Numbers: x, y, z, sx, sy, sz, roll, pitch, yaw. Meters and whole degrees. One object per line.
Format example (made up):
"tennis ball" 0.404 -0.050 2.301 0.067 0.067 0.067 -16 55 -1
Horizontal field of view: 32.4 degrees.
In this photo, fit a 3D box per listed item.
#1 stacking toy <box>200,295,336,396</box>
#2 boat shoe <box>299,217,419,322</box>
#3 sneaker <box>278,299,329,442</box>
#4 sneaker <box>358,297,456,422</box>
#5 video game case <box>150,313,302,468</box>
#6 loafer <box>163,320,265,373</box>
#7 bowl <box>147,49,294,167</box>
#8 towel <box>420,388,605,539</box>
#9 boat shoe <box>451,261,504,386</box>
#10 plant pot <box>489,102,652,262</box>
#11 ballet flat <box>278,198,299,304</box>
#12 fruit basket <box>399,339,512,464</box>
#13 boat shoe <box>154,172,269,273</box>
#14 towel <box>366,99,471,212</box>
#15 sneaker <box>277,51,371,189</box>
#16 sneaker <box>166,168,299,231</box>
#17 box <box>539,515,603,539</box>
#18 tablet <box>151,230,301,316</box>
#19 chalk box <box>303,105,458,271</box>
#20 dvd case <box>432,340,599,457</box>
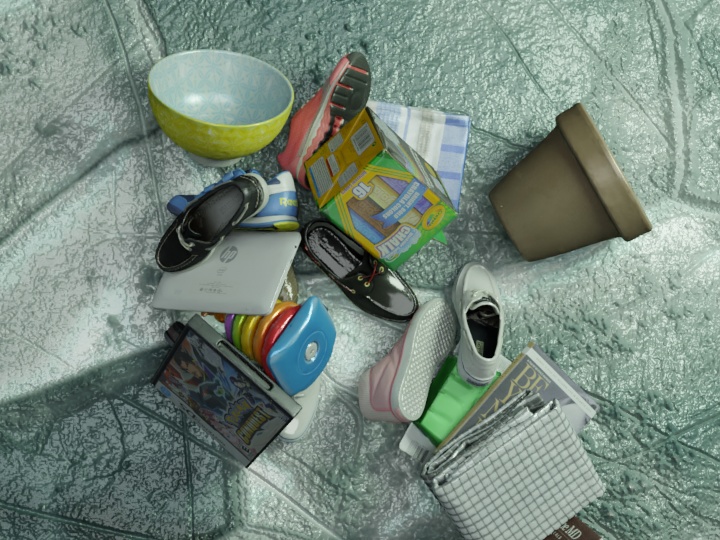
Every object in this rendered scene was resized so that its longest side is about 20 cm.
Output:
"stacking toy" -0.141 0.073 1.647 0.199 0.110 0.116 22 65 30
"boat shoe" -0.002 0.002 1.722 0.201 0.063 0.074 39 81 -1
"sneaker" -0.085 0.135 1.698 0.073 0.071 0.201 9 84 -3
"sneaker" 0.057 0.125 1.709 0.075 0.104 0.201 45 51 -27
"video game case" -0.181 0.163 1.633 0.181 0.200 0.026 42 55 1
"loafer" -0.174 0.123 1.682 0.200 0.072 0.063 37 99 11
"bowl" -0.195 -0.207 1.693 0.199 0.201 0.108 11 127 -3
"towel" 0.198 0.269 1.624 0.200 0.086 0.166 -36 113 -6
"boat shoe" 0.162 0.059 1.681 0.072 0.066 0.201 13 49 -5
"plant pot" 0.278 -0.100 1.702 0.174 0.200 0.201 -31 87 12
"ballet flat" -0.117 -0.015 1.710 0.067 0.046 0.201 -3 79 39
"fruit basket" 0.177 0.215 1.713 0.199 0.094 0.186 33 84 -16
"boat shoe" -0.206 -0.058 1.632 0.199 0.060 0.074 -32 86 26
"towel" 0.053 -0.166 1.760 0.199 0.024 0.148 9 85 -3
"sneaker" -0.058 -0.217 1.721 0.087 0.074 0.201 28 94 35
"sneaker" -0.171 -0.098 1.690 0.199 0.074 0.083 3 90 22
"box" 0.246 0.444 1.628 0.199 0.166 0.165 -34 102 -6
"tablet" -0.181 -0.001 1.660 0.199 0.014 0.131 3 58 31
"chalk box" 0.040 -0.097 1.670 0.124 0.125 0.200 -40 125 15
"dvd case" 0.212 0.214 1.666 0.149 0.016 0.200 43 87 -24
